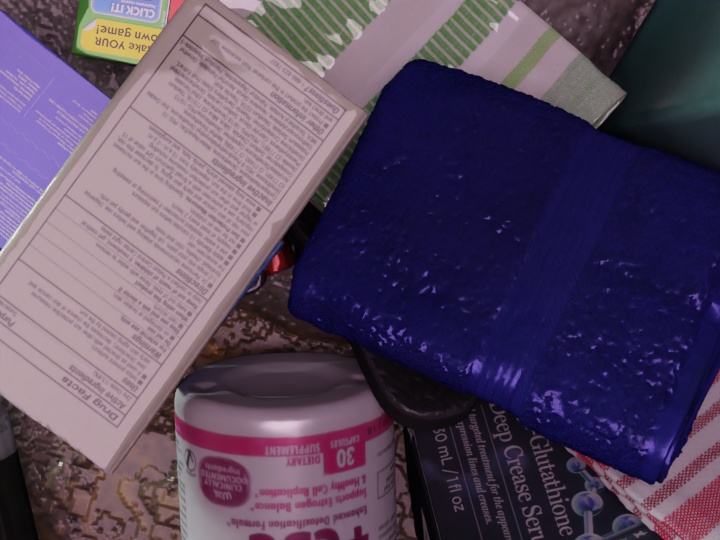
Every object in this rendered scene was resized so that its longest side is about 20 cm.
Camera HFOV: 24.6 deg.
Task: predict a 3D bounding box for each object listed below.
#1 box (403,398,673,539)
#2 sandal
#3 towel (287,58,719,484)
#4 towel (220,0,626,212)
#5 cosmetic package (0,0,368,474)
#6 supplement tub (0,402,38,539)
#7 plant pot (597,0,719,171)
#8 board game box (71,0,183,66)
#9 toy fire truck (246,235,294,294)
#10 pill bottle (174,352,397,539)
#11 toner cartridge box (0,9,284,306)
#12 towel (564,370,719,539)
[{"bbox_3d":[0.133,0.138,0.825,0.198,0.149,0.108,-11,133,-4],"label":"box"},{"bbox_3d":[0.000,0.000,0.853,0.074,0.045,0.201,-11,61,-21],"label":"sandal"},{"bbox_3d":[0.080,-0.003,0.775,0.198,0.050,0.149,24,76,15],"label":"towel"},{"bbox_3d":[0.010,-0.100,0.836,0.200,0.023,0.153,43,89,13],"label":"towel"},{"bbox_3d":[-0.095,-0.018,0.771,0.103,0.087,0.201,37,86,-3],"label":"cosmetic package"},{"bbox_3d":[-0.222,0.175,0.856,0.121,0.123,0.202,-13,93,0],"label":"supplement tub"},{"bbox_3d":[0.215,-0.093,0.806,0.141,0.200,0.142,31,92,-3],"label":"plant pot"},{"bbox_3d":[-0.046,-0.165,0.883,0.198,0.029,0.136,9,93,-1],"label":"board game box"},{"bbox_3d":[-0.148,-0.028,0.880,0.198,0.049,0.142,-22,92,0],"label":"toy fire truck"},{"bbox_3d":[-0.036,0.153,0.856,0.112,0.113,0.202,-2,103,-1],"label":"pill bottle"},{"bbox_3d":[-0.143,-0.040,0.834,0.200,0.043,0.095,39,89,-1],"label":"toner cartridge box"},{"bbox_3d":[0.180,0.074,0.782,0.146,0.030,0.200,-34,57,-21],"label":"towel"}]
